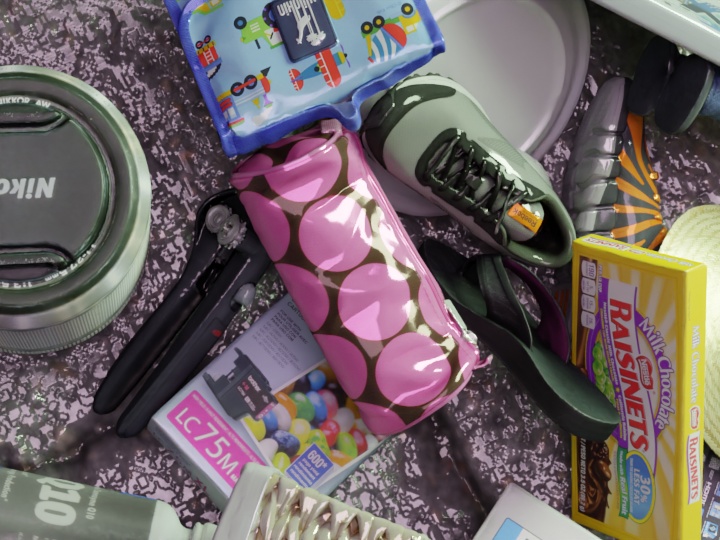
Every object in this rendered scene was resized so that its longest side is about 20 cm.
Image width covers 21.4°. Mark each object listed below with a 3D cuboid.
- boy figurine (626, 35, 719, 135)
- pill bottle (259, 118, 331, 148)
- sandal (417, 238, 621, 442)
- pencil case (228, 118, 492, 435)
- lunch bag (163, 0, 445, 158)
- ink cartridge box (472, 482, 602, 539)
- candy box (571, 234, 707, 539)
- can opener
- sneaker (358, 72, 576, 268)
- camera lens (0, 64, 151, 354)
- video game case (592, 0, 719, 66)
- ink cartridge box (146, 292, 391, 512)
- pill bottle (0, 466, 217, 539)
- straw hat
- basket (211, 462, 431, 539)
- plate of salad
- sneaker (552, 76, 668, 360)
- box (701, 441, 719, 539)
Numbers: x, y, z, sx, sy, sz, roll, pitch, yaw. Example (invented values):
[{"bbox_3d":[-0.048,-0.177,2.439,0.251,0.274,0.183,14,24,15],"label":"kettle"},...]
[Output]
[{"bbox_3d":[0.276,-0.110,1.322,0.199,0.124,0.065,14,107,-38],"label":"boy figurine"},{"bbox_3d":[-0.012,-0.179,1.306,0.199,0.111,0.111,-38,87,-11],"label":"pill bottle"},{"bbox_3d":[0.112,0.034,1.273,0.201,0.075,0.048,48,115,37],"label":"sandal"},{"bbox_3d":[0.000,0.000,1.228,0.093,0.091,0.201,-28,101,18],"label":"pencil case"},{"bbox_3d":[-0.042,-0.167,1.195,0.149,0.094,0.201,-24,64,1],"label":"lunch bag"},{"bbox_3d":[0.117,0.270,1.242,0.175,0.045,0.201,32,77,12],"label":"ink cartridge box"},{"bbox_3d":[0.181,0.084,1.256,0.026,0.102,0.202,-16,111,-40],"label":"candy box"},{"bbox_3d":[-0.108,0.027,1.279,0.063,0.079,0.201,32,87,39],"label":"can opener"},{"bbox_3d":[0.078,-0.063,1.257,0.200,0.079,0.074,31,103,-42],"label":"sneaker"},{"bbox_3d":[-0.213,-0.032,1.214,0.158,0.200,0.162,1,80,-6],"label":"camera lens"},{"bbox_3d":[0.189,-0.201,1.291,0.198,0.183,0.022,24,114,-14],"label":"video game case"},{"bbox_3d":[-0.033,0.080,1.285,0.119,0.042,0.200,46,67,4],"label":"ink cartridge box"},{"bbox_3d":[-0.180,0.195,1.226,0.198,0.114,0.115,12,80,-5],"label":"pill bottle"},{"bbox_3d":[0.292,0.039,1.276,0.200,0.085,0.203,13,67,-34],"label":"straw hat"},{"bbox_3d":[-0.035,0.236,1.139,0.122,0.136,0.202,17,77,16],"label":"basket"},{"bbox_3d":[0.068,-0.130,1.291,0.199,0.201,0.048,-32,42,-11],"label":"plate of salad"},{"bbox_3d":[0.200,-0.029,1.332,0.111,0.078,0.202,9,91,-9],"label":"sneaker"},{"bbox_3d":[0.258,0.234,1.303,0.160,0.049,0.202,21,79,-1],"label":"box"}]
